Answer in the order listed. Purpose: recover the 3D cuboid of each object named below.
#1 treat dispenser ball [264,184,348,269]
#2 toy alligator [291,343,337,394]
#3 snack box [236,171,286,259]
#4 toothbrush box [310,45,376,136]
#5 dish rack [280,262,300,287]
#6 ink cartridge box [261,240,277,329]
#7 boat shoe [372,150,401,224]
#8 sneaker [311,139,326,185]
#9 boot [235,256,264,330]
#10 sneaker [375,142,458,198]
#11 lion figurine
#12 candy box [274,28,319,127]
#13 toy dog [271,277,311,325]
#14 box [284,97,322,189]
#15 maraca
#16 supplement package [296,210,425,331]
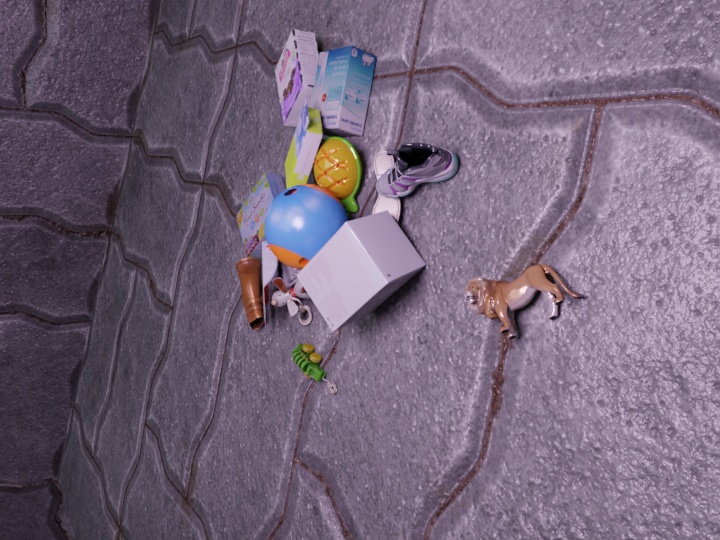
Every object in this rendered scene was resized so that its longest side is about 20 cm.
[{"bbox_3d":[-0.126,-0.101,1.393,0.200,0.200,0.203,-11,75,50],"label":"treat dispenser ball"},{"bbox_3d":[-0.127,0.244,1.493,0.200,0.054,0.060,44,118,45],"label":"toy alligator"},{"bbox_3d":[-0.282,-0.158,1.744,0.200,0.067,0.170,-46,51,35],"label":"snack box"},{"bbox_3d":[-0.050,-0.445,1.490,0.146,0.085,0.202,17,98,52],"label":"toothbrush box"},{"bbox_3d":[-0.148,-0.063,1.581,0.200,0.043,0.173,-35,59,42],"label":"dish rack"},{"bbox_3d":[-0.244,0.041,1.616,0.162,0.050,0.202,111,152,-67],"label":"ink cartridge box"},{"bbox_3d":[0.062,-0.168,1.338,0.066,0.057,0.202,-2,85,15],"label":"boat shoe"},{"bbox_3d":[-0.126,-0.283,1.564,0.200,0.075,0.116,14,93,49],"label":"sneaker"},{"bbox_3d":[-0.313,0.067,1.696,0.200,0.076,0.156,112,148,-54],"label":"boot"},{"bbox_3d":[0.085,-0.215,1.211,0.199,0.139,0.078,-19,70,35],"label":"sneaker"},{"bbox_3d":[0.277,0.038,1.028,0.199,0.072,0.123,-29,54,29],"label":"lion figurine"},{"bbox_3d":[-0.170,-0.528,1.636,0.168,0.071,0.201,-47,48,54],"label":"candy box"},{"bbox_3d":[-0.162,0.060,1.497,0.132,0.096,0.200,47,127,10],"label":"toy dog"},{"bbox_3d":[-0.140,-0.308,1.465,0.122,0.047,0.201,-101,28,-46],"label":"box"},{"bbox_3d":[-0.054,-0.225,1.447,0.136,0.107,0.202,14,115,36],"label":"maraca"},{"bbox_3d":[0.000,0.000,1.267,0.200,0.150,0.152,-43,76,38],"label":"supplement package"}]
